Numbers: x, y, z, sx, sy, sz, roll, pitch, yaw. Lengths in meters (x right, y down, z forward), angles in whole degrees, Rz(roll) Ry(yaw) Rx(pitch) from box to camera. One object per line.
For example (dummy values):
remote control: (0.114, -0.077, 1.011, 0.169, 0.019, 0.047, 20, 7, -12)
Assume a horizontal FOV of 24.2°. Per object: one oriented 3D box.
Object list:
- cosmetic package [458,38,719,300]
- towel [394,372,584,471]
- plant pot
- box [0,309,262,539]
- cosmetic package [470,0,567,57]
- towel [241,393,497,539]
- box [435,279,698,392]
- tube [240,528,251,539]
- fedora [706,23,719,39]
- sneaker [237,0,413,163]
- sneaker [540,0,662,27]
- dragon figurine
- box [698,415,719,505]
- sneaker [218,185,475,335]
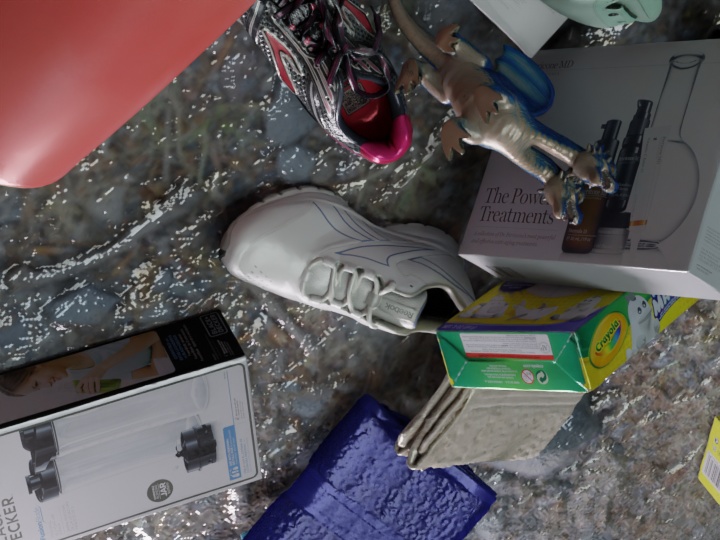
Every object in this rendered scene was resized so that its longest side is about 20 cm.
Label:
cosmetic package: (0.164, -0.066, 1.058, 0.052, 0.200, 0.151, 29, 75, -36)
towel: (0.113, 0.089, 1.246, 0.200, 0.034, 0.133, 6, 124, -56)
plant pot: (-0.169, -0.155, 0.882, 0.200, 0.201, 0.177, 22, 121, -36)
box: (-0.173, 0.113, 1.138, 0.199, 0.060, 0.117, -15, 128, -16)
cosmetic package: (0.066, -0.222, 1.027, 0.083, 0.051, 0.200, -45, 130, 11)
towel: (-0.009, 0.203, 1.270, 0.148, 0.050, 0.200, 40, 90, -25)
box: (0.156, 0.017, 1.122, 0.200, 0.117, 0.049, -31, 111, -43)
tube: (-0.035, 0.266, 1.328, 0.077, 0.050, 0.201, -27, 125, -18)
fedora: (0.292, -0.077, 1.153, 0.090, 0.177, 0.200, -46, 114, 1)
sneaker: (-0.024, -0.148, 1.019, 0.081, 0.075, 0.200, -38, 130, 3)
sneaker: (0.165, -0.183, 0.960, 0.118, 0.200, 0.074, 20, 84, -43)
dragon figurine: (0.079, -0.108, 1.036, 0.099, 0.200, 0.059, 13, 124, -49)
box: (0.396, 0.152, 1.457, 0.199, 0.050, 0.076, -9, 126, -22)
sneaker: (0.000, 0.000, 1.128, 0.199, 0.087, 0.075, 9, 120, -30)
